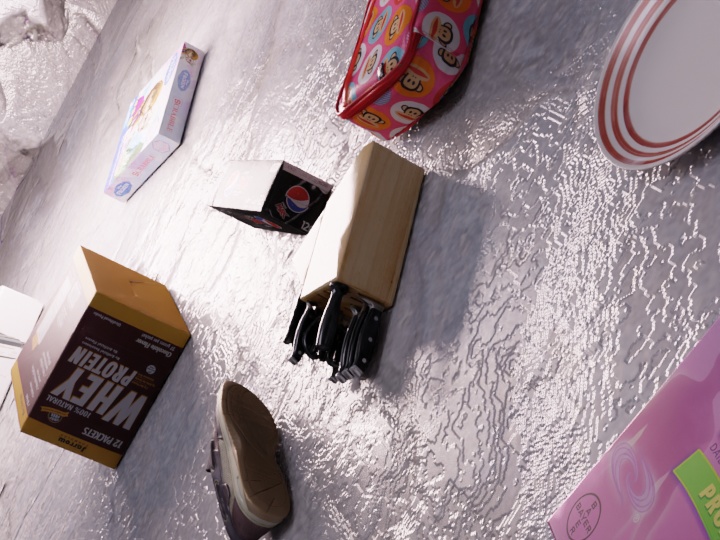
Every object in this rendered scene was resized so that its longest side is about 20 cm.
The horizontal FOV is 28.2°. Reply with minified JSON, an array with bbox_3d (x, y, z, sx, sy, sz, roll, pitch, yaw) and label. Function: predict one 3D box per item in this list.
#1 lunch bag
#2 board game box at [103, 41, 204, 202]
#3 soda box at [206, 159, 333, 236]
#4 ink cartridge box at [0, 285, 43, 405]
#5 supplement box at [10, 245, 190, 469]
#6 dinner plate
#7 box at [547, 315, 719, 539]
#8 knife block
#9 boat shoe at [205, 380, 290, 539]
[{"bbox_3d":[0.048,-0.236,1.467,0.176,0.082,0.200,-33,36,56],"label":"lunch bag"},{"bbox_3d":[-0.332,-0.238,2.305,0.199,0.041,0.200,-38,34,45],"label":"board game box"},{"bbox_3d":[-0.105,-0.084,1.626,0.063,0.071,0.200,-66,23,-5],"label":"soda box"},{"bbox_3d":[-0.647,0.136,2.516,0.145,0.084,0.200,-12,54,61],"label":"ink cartridge box"},{"bbox_3d":[-0.338,0.108,1.834,0.200,0.133,0.197,-60,24,8],"label":"supplement box"},{"bbox_3d":[0.242,-0.159,1.039,0.200,0.024,0.200,-47,27,33],"label":"dinner plate"},{"bbox_3d":[0.208,0.128,0.712,0.200,0.097,0.176,-53,25,21],"label":"box"},{"bbox_3d":[0.000,0.000,1.328,0.200,0.064,0.176,-57,24,14],"label":"knife block"},{"bbox_3d":[-0.117,0.183,1.372,0.065,0.072,0.200,-49,32,19],"label":"boat shoe"}]
